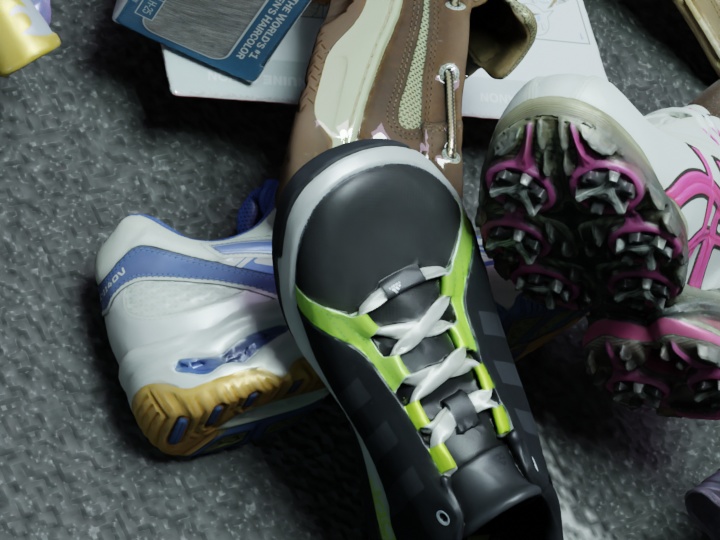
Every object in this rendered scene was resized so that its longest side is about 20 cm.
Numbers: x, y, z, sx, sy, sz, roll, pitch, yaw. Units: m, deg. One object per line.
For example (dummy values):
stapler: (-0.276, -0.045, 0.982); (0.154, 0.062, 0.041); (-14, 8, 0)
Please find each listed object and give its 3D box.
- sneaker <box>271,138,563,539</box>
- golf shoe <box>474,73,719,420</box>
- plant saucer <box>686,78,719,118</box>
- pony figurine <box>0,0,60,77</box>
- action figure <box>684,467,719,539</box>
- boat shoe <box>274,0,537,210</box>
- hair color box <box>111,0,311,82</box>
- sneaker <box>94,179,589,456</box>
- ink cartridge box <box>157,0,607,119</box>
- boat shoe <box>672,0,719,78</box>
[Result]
sneaker: (0.035, 0.048, 0.934); (0.072, 0.083, 0.200); (-30, 120, -18)
golf shoe: (0.092, -0.024, 0.967); (0.073, 0.200, 0.092); (2, 66, 23)
plant saucer: (0.212, -0.054, 1.091); (0.200, 0.200, 0.037); (2, 95, -28)
pony figurine: (-0.190, -0.141, 0.960); (0.193, 0.167, 0.200); (-34, 96, -31)
action figure: (0.193, 0.041, 1.066); (0.069, 0.130, 0.200); (34, 67, 8)
boat shoe: (0.026, -0.091, 1.020); (0.075, 0.075, 0.202); (15, 57, 0)
hair color box: (-0.027, -0.179, 1.035); (0.061, 0.100, 0.200); (22, 52, -14)
sneaker: (0.000, 0.000, 1.010); (0.200, 0.075, 0.088); (-10, 66, -34)
ink cartridge box: (-0.008, -0.126, 1.105); (0.200, 0.044, 0.174); (2, 61, -28)
boat shoe: (0.119, -0.154, 1.155); (0.200, 0.069, 0.074); (50, 28, -12)
